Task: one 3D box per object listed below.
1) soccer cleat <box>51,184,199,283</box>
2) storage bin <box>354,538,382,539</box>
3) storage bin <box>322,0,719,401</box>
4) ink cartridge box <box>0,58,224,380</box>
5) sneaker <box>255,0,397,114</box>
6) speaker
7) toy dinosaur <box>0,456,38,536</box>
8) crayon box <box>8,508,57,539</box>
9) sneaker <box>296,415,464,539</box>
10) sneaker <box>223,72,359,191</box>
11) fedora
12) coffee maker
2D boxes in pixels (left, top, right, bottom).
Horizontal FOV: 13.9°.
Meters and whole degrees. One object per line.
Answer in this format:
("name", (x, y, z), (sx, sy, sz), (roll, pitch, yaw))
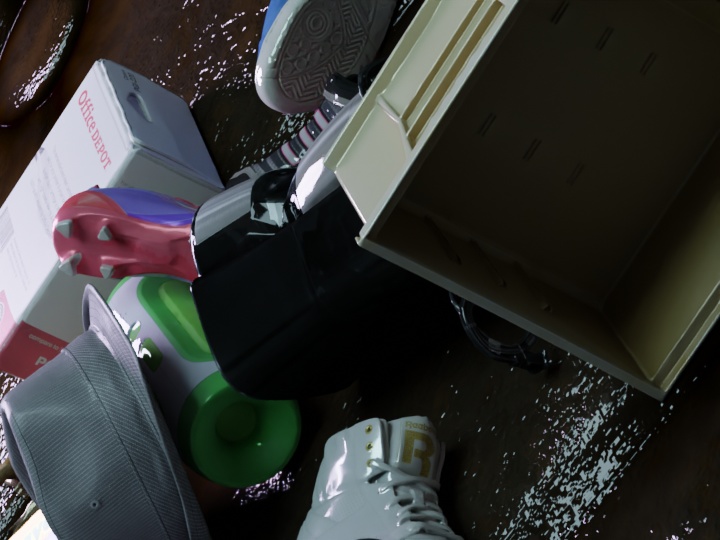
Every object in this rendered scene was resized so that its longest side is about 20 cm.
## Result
("soccer cleat", (-0.101, -0.018, 1.893), (0.077, 0.199, 0.067), (-59, -27, -54))
("storage bin", (0.003, 0.252, 1.505), (0.200, 0.135, 0.094), (-54, 30, 18))
("storage bin", (0.119, -0.072, 1.509), (0.199, 0.199, 0.094), (-56, 27, 14))
("ink cartridge box", (-0.194, -0.030, 2.123), (0.201, 0.084, 0.146), (-56, 29, 18))
("sneaker", (-0.029, -0.197, 1.983), (0.111, 0.077, 0.201), (13, 75, 55))
("speaker", (-0.104, 0.065, 1.890), (0.089, 0.088, 0.200), (-59, 28, 8))
("toy dinosaur", (-0.234, 0.144, 2.094), (0.200, 0.058, 0.101), (-25, 27, 45))
("crayon box", (-0.193, 0.217, 1.954), (0.126, 0.051, 0.201), (-44, 33, 32))
("sneaker", (0.022, 0.133, 1.637), (0.200, 0.073, 0.116), (-5, 66, 60))
("sneaker", (-0.012, -0.076, 1.869), (0.199, 0.074, 0.088), (-23, 46, 48))
("fedora", (-0.165, 0.118, 1.832), (0.090, 0.201, 0.177), (-26, 37, -11))
("coffee maker", (0.000, 0.000, 1.715), (0.200, 0.134, 0.193), (-37, 43, 44))
